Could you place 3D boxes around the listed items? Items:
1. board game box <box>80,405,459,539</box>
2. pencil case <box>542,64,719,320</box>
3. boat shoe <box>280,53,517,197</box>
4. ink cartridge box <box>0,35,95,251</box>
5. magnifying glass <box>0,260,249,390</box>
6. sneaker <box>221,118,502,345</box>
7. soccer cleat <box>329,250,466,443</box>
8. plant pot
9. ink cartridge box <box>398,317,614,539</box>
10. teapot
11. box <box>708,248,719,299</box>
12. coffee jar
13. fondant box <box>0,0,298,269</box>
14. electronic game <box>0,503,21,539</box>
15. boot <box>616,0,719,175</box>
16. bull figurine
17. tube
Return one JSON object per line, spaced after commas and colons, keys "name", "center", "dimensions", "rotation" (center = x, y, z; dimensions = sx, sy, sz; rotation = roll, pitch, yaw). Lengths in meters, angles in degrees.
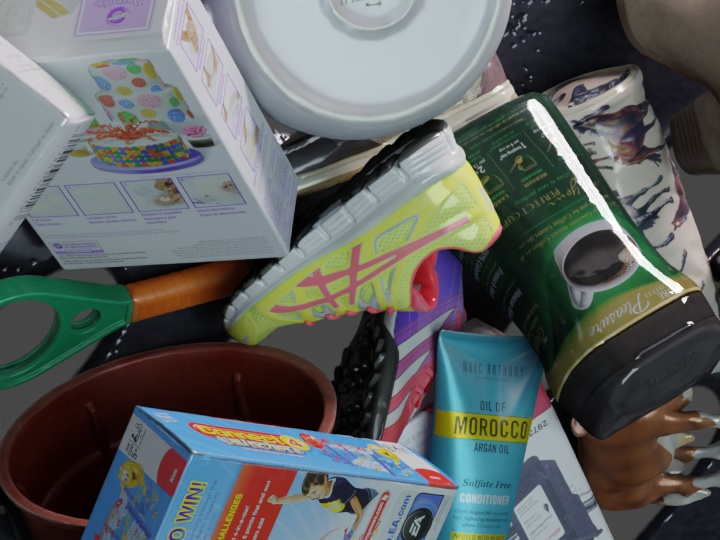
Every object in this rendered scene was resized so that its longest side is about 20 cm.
{"name": "board game box", "center": [-0.067, 0.182, 1.270], "dimensions": [0.195, 0.056, 0.201], "rotation": [13, 106, -43]}
{"name": "pencil case", "center": [0.168, -0.036, 1.519], "dimensions": [0.089, 0.078, 0.200], "rotation": [-40, 118, -36]}
{"name": "boat shoe", "center": [-0.002, -0.092, 1.440], "dimensions": [0.199, 0.072, 0.065], "rotation": [-21, 96, -12]}
{"name": "ink cartridge box", "center": [-0.260, -0.075, 1.207], "dimensions": [0.200, 0.050, 0.161], "rotation": [38, 101, 6]}
{"name": "magnifying glass", "center": [-0.159, 0.024, 1.412], "dimensions": [0.199, 0.022, 0.080], "rotation": [-13, 139, -25]}
{"name": "sneaker", "center": [0.000, 0.000, 1.386], "dimensions": [0.200, 0.078, 0.090], "rotation": [-35, 103, 34]}
{"name": "soccer cleat", "center": [0.030, 0.045, 1.447], "dimensions": [0.073, 0.068, 0.201], "rotation": [24, 60, -23]}
{"name": "plant pot", "center": [-0.097, 0.176, 1.406], "dimensions": [0.200, 0.201, 0.196], "rotation": [-19, 119, -18]}
{"name": "ink cartridge box", "center": [0.070, 0.157, 1.522], "dimensions": [0.145, 0.084, 0.200], "rotation": [-32, 113, -13]}
{"name": "teapot", "center": [-0.018, -0.170, 1.367], "dimensions": [0.200, 0.146, 0.198], "rotation": [31, 89, -21]}
{"name": "box", "center": [0.311, -0.039, 1.523], "dimensions": [0.159, 0.200, 0.046], "rotation": [-28, 77, -16]}
{"name": "coffee jar", "center": [0.124, -0.002, 1.406], "dimensions": [0.104, 0.085, 0.200], "rotation": [-28, 69, -20]}
{"name": "fondant box", "center": [-0.133, -0.078, 1.300], "dimensions": [0.200, 0.144, 0.058], "rotation": [61, 32, -54]}
{"name": "electronic game", "center": [-0.199, 0.233, 1.359], "dimensions": [0.041, 0.200, 0.201], "rotation": [-8, 106, -16]}
{"name": "boot", "center": [0.236, -0.153, 1.443], "dimensions": [0.070, 0.146, 0.201], "rotation": [-6, 76, -40]}
{"name": "bull figurine", "center": [0.184, 0.096, 1.518], "dimensions": [0.121, 0.200, 0.065], "rotation": [-2, 61, 4]}
{"name": "tube", "center": [0.067, 0.136, 1.447], "dimensions": [0.077, 0.050, 0.201], "rotation": [5, 96, -33]}
